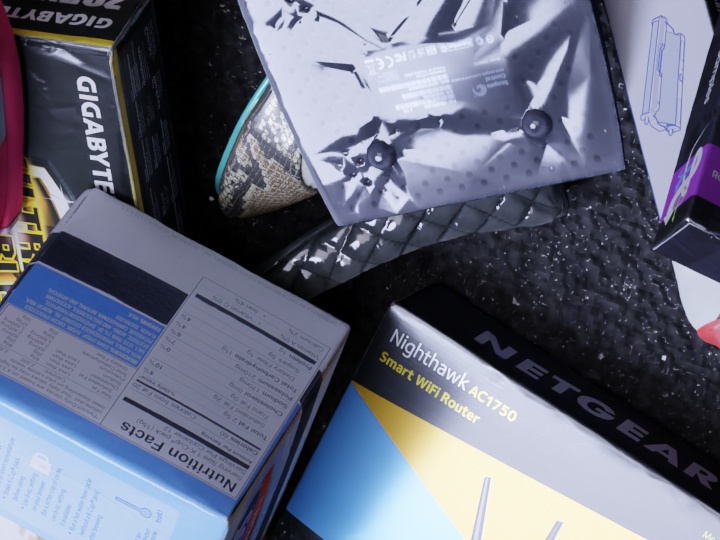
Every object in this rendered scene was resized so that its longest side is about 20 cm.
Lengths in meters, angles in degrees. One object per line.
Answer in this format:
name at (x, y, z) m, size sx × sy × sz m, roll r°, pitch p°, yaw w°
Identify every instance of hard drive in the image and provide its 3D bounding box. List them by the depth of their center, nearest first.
hard drive at (0.018, -0.122, 1.074) m, size 0.135 × 0.042 × 0.200 m, roll -11°, pitch 112°, yaw 22°

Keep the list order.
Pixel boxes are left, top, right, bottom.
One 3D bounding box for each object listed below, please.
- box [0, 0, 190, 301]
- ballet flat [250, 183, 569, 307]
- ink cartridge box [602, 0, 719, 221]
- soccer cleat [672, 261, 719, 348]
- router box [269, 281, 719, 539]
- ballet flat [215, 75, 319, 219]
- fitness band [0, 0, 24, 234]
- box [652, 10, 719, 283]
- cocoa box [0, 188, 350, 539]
box at (-0.159, -0.039, 1.254) m, size 0.160 × 0.049 × 0.200 m, roll 10°, pitch 132°, yaw 18°
ballet flat at (0.000, 0.000, 1.232) m, size 0.200 × 0.066 × 0.057 m, roll -33°, pitch 93°, yaw 26°
ink cartridge box at (0.133, -0.099, 1.103) m, size 0.044 × 0.094 × 0.200 m, roll -22°, pitch 73°, yaw 28°
soccer cleat at (0.211, -0.031, 1.135) m, size 0.200 × 0.069 × 0.085 m, roll -27°, pitch 86°, yaw 28°
router box at (0.072, 0.120, 1.234) m, size 0.200 × 0.051 × 0.149 m, roll 32°, pitch 113°, yaw 14°
ballet flat at (0.004, -0.093, 1.206) m, size 0.075 × 0.068 × 0.200 m, roll 35°, pitch 111°, yaw 25°
fitness band at (-0.211, -0.073, 1.192) m, size 0.144 × 0.037 × 0.200 m, roll 17°, pitch 131°, yaw 14°
box at (0.197, -0.066, 1.050) m, size 0.143 × 0.200 × 0.036 m, roll 26°, pitch 153°, yaw -12°
cocoa box at (-0.110, 0.095, 1.219) m, size 0.133 × 0.131 × 0.200 m, roll 27°, pitch 134°, yaw 5°
